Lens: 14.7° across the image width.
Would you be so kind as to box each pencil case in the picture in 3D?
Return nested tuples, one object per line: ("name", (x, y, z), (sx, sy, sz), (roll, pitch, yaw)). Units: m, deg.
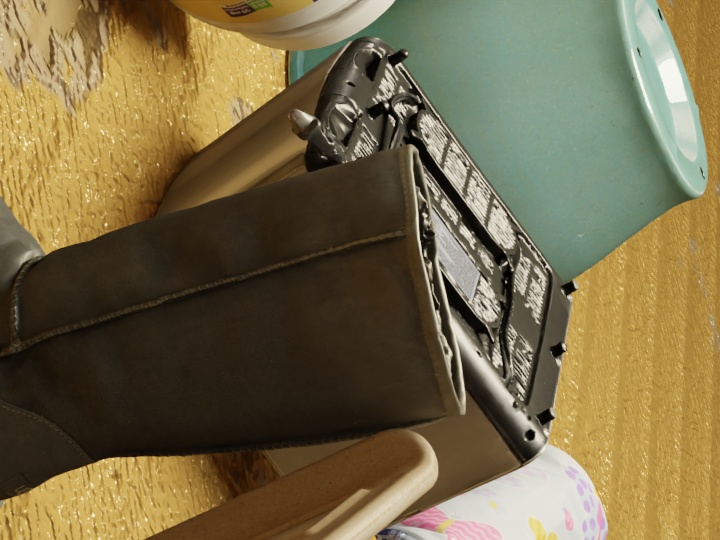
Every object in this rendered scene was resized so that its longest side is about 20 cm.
("pencil case", (0.047, 0.141, 1.346), (0.200, 0.090, 0.084), (-21, 109, -62))

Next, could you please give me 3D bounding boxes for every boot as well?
("boot", (-0.074, -0.010, 0.985), (0.073, 0.199, 0.183), (-2, 74, -72))

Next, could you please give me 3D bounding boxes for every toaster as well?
("toaster", (0.000, 0.000, 1.283), (0.200, 0.118, 0.181), (53, 20, -15))

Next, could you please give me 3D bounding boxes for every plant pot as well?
("plant pot", (0.086, -0.079, 1.554), (0.200, 0.187, 0.201), (56, 23, -39))

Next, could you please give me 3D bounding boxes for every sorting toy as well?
("sorting toy", (-0.073, 0.121, 0.884), (0.037, 0.185, 0.200), (63, 18, -5))

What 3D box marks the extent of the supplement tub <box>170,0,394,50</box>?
("supplement tub", (-0.062, -0.198, 1.301), (0.200, 0.145, 0.146), (39, 36, -58))
